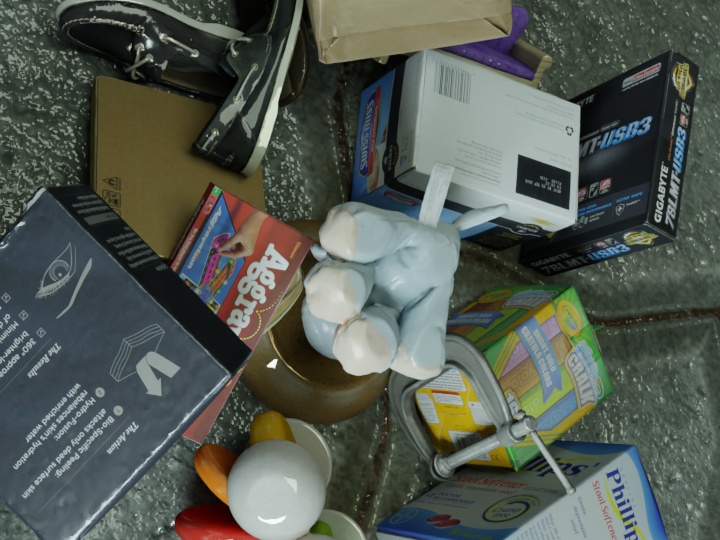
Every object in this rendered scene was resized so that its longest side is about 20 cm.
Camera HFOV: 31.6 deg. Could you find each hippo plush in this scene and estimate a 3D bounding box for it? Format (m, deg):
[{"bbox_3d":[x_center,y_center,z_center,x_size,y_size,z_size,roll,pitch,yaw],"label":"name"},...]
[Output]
[{"bbox_3d":[0.000,0.000,1.140,0.158,0.160,0.202,31,72,-27],"label":"hippo plush"}]

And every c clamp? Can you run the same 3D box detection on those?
[{"bbox_3d":[0.096,0.145,1.179,0.027,0.200,0.173,-26,88,-33],"label":"c clamp"}]

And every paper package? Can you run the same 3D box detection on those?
[{"bbox_3d":[0.035,-0.303,1.211,0.188,0.104,0.201,-8,44,-5],"label":"paper package"}]

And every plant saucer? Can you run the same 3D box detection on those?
[{"bbox_3d":[-0.036,0.045,1.226,0.198,0.035,0.203,8,74,-29],"label":"plant saucer"}]

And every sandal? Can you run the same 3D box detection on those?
[{"bbox_3d":[-0.087,-0.262,1.259,0.054,0.081,0.203,-3,72,-53],"label":"sandal"}]

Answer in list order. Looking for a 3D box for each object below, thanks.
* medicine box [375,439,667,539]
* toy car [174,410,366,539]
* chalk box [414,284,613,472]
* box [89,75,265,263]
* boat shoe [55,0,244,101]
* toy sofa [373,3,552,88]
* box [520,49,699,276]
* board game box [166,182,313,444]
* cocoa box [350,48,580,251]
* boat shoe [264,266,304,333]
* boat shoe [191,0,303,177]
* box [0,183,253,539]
[{"bbox_3d":[0.149,0.247,1.194,0.199,0.181,0.104,-27,101,-32],"label":"medicine box"},{"bbox_3d":[-0.081,0.231,1.098,0.148,0.175,0.202,-23,91,2],"label":"toy car"},{"bbox_3d":[0.160,0.092,1.269,0.199,0.124,0.125,-33,106,-32],"label":"chalk box"},{"bbox_3d":[-0.161,-0.080,1.137,0.161,0.021,0.202,13,48,-25],"label":"box"},{"bbox_3d":[-0.186,-0.202,1.178,0.198,0.074,0.061,11,67,-37],"label":"boat shoe"},{"bbox_3d":[0.100,-0.246,1.327,0.198,0.083,0.099,14,108,-28],"label":"toy sofa"},{"bbox_3d":[0.262,-0.109,1.344,0.049,0.199,0.201,23,68,-26],"label":"box"},{"bbox_3d":[-0.130,0.038,1.076,0.102,0.019,0.202,27,93,-25],"label":"board game box"},{"bbox_3d":[0.107,-0.117,1.293,0.198,0.131,0.135,15,70,-27],"label":"cocoa box"},{"bbox_3d":[-0.130,0.038,1.124,0.199,0.076,0.072,-33,82,-22],"label":"boat shoe"},{"bbox_3d":[-0.097,-0.190,1.160,0.067,0.072,0.203,19,77,-9],"label":"boat shoe"},{"bbox_3d":[-0.224,0.073,0.990,0.200,0.117,0.197,45,96,-1],"label":"box"}]
